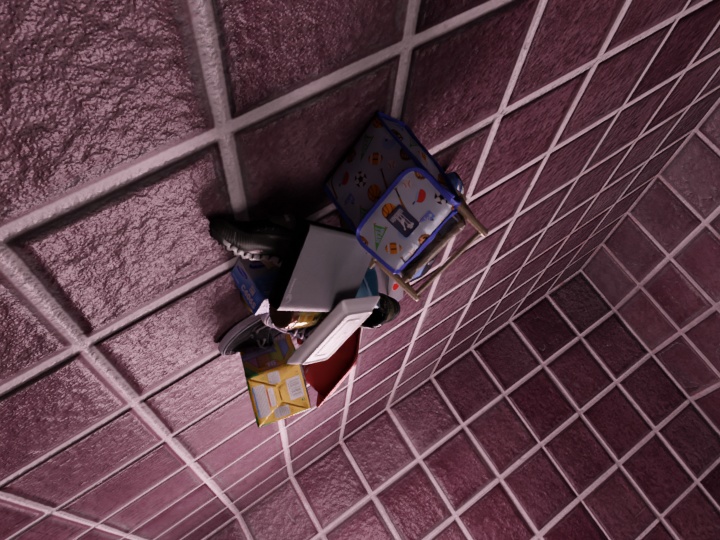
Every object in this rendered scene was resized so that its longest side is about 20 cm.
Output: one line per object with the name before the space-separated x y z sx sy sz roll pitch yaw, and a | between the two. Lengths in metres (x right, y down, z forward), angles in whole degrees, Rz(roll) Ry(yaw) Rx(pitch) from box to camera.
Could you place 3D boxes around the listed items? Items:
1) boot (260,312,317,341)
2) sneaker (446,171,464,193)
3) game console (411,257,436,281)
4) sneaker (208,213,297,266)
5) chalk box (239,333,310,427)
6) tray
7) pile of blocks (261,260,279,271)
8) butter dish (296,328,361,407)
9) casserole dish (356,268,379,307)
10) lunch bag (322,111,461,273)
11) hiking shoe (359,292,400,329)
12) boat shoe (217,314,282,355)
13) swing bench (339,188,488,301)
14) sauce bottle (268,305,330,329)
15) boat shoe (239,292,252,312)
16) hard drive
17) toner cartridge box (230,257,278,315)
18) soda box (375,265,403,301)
boot | -0.105 0.106 1.131 0.073 0.091 0.198 -51 154 16
sneaker | 0.146 -0.131 1.268 0.201 0.079 0.088 -48 159 25
game console | 0.140 -0.024 1.541 0.196 0.031 0.179 -22 154 -37
sneaker | -0.143 -0.057 0.923 0.196 0.067 0.092 22 109 -35
chalk box | -0.196 0.218 1.280 0.120 0.200 0.129 -16 114 -13
tray | -0.048 0.117 1.071 0.105 0.023 0.200 -6 146 -48
pile of blocks | -0.101 -0.022 1.049 0.196 0.063 0.082 24 123 -32
butter dish | -0.094 0.196 1.465 0.202 0.145 0.202 -52 -165 30
casserole dish | 0.000 0.000 1.176 0.038 0.124 0.202 -21 -156 9
lunch bag | 0.055 -0.124 0.962 0.170 0.203 0.122 -46 157 27
hiking shoe | 0.029 0.094 1.225 0.196 0.099 0.079 3 106 -45
boat shoe | -0.207 0.132 1.237 0.196 0.068 0.072 -31 158 -17
swing bench | 0.097 -0.088 1.103 0.198 0.132 0.199 33 113 -34
sauce bottle | -0.081 0.067 1.053 0.066 0.067 0.197 -47 156 25
boat shoe | -0.148 0.046 1.154 0.065 0.075 0.197 -41 160 28
hard drive | -0.058 -0.002 0.962 0.197 0.032 0.144 8 108 -57
toner cartridge box | -0.137 0.017 1.084 0.197 0.096 0.043 -11 147 -51
soda box | 0.060 -0.012 1.298 0.063 0.067 0.205 -35 144 -34
